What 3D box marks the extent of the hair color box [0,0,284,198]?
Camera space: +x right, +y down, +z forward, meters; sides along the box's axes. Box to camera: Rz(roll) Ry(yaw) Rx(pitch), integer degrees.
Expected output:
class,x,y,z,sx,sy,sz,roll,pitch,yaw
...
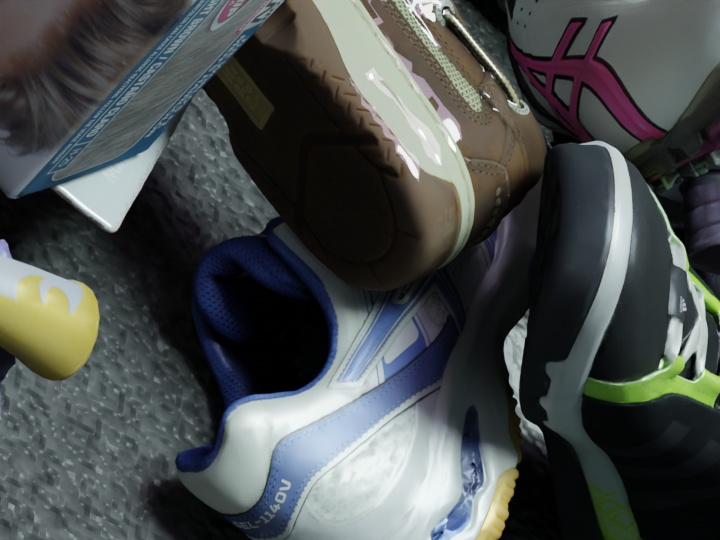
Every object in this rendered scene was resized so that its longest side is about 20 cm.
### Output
class,x,y,z,sx,sy,sz,roll,pitch,yaw
hair color box,-0.102,-0.129,0.704,0.200,0.100,0.061,52,35,8

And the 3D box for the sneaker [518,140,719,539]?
class,x,y,z,sx,sy,sz,roll,pitch,yaw
sneaker,0.092,0.025,0.770,0.200,0.083,0.072,68,26,-62

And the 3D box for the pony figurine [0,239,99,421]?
class,x,y,z,sx,sy,sz,roll,pitch,yaw
pony figurine,-0.137,0.007,0.586,0.200,0.167,0.193,33,42,-47

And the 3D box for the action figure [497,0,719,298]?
class,x,y,z,sx,sy,sz,roll,pitch,yaw
action figure,0.098,-0.088,0.942,0.069,0.130,0.200,-3,75,-35

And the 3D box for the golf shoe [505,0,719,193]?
class,x,y,z,sx,sy,sz,roll,pitch,yaw
golf shoe,0.078,-0.070,0.789,0.073,0.200,0.092,-29,94,-12

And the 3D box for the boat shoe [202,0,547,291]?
class,x,y,z,sx,sy,sz,roll,pitch,yaw
boat shoe,-0.024,-0.089,0.761,0.075,0.075,0.202,-28,81,-38

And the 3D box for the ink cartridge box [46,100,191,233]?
class,x,y,z,sx,sy,sz,roll,pitch,yaw
ink cartridge box,-0.117,-0.105,0.790,0.174,0.044,0.200,40,35,-12

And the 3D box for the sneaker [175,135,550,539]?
class,x,y,z,sx,sy,sz,roll,pitch,yaw
sneaker,0.000,0.000,0.785,0.088,0.075,0.200,32,37,-21
